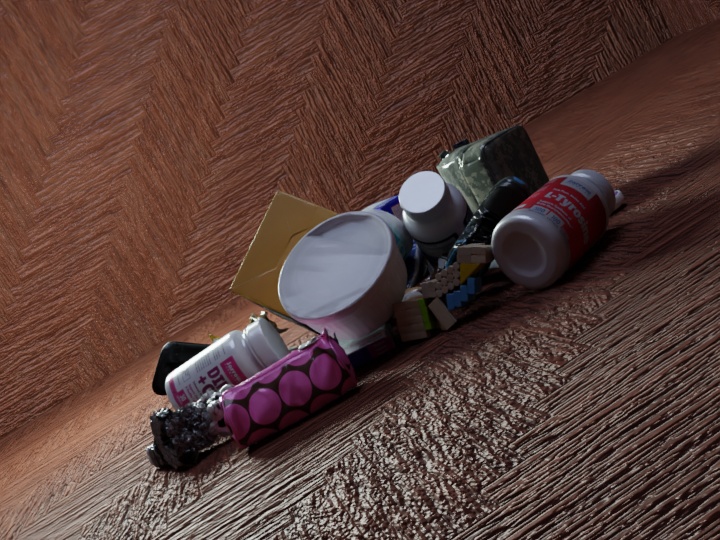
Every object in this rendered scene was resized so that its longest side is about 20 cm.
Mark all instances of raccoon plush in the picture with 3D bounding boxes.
[{"bbox_3d":[-0.264,0.242,1.496,0.134,0.097,0.200,-25,3,-31],"label":"raccoon plush"}]

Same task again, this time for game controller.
[{"bbox_3d":[-0.323,0.192,1.811,0.200,0.042,0.105,15,-80,-60],"label":"game controller"}]

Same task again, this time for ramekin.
[{"bbox_3d":[-0.019,0.015,1.444,0.201,0.094,0.203,-20,46,22],"label":"ramekin"}]

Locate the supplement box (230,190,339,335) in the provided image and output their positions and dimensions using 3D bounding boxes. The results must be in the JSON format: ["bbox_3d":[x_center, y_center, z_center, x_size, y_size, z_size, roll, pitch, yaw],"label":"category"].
[{"bbox_3d":[-0.100,-0.005,1.703,0.198,0.132,0.200,-65,-24,-7],"label":"supplement box"}]

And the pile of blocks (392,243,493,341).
[{"bbox_3d":[0.133,0.033,1.362,0.200,0.082,0.062,-44,-16,32],"label":"pile of blocks"}]

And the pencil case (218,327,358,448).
[{"bbox_3d":[-0.106,0.167,1.329,0.199,0.094,0.091,-32,25,2],"label":"pencil case"}]

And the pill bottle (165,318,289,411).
[{"bbox_3d":[-0.225,0.174,1.614,0.199,0.114,0.113,-35,6,9],"label":"pill bottle"}]

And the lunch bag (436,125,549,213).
[{"bbox_3d":[0.237,-0.145,1.694,0.139,0.201,0.167,-34,10,-37],"label":"lunch bag"}]

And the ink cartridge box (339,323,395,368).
[{"bbox_3d":[-0.040,0.140,1.468,0.196,0.043,0.200,-28,9,4],"label":"ink cartridge box"}]

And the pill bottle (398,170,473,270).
[{"bbox_3d":[0.137,-0.081,1.598,0.111,0.111,0.200,-29,-36,8],"label":"pill bottle"}]

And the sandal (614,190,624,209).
[{"bbox_3d":[0.328,-0.087,1.528,0.202,0.050,0.082,-28,7,20],"label":"sandal"}]

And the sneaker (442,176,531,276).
[{"bbox_3d":[0.186,-0.047,1.392,0.082,0.073,0.201,-31,-28,-57],"label":"sneaker"}]

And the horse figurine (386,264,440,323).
[{"bbox_3d":[0.104,0.045,1.521,0.132,0.050,0.200,-23,11,8],"label":"horse figurine"}]

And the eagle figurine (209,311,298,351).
[{"bbox_3d":[-0.229,0.174,1.773,0.201,0.150,0.152,-64,-28,-12],"label":"eagle figurine"}]

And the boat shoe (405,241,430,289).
[{"bbox_3d":[0.091,0.012,1.673,0.072,0.073,0.201,-15,37,30],"label":"boat shoe"}]

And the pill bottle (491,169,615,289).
[{"bbox_3d":[0.280,-0.066,1.327,0.112,0.113,0.200,-22,11,48],"label":"pill bottle"}]

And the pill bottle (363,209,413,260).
[{"bbox_3d":[0.000,0.000,1.600,0.111,0.111,0.200,-19,32,56],"label":"pill bottle"}]

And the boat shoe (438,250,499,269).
[{"bbox_3d":[0.199,-0.034,1.501,0.070,0.064,0.199,-6,1,-38],"label":"boat shoe"}]

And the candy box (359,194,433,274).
[{"bbox_3d":[0.065,-0.053,1.862,0.077,0.170,0.200,-28,6,-19],"label":"candy box"}]
